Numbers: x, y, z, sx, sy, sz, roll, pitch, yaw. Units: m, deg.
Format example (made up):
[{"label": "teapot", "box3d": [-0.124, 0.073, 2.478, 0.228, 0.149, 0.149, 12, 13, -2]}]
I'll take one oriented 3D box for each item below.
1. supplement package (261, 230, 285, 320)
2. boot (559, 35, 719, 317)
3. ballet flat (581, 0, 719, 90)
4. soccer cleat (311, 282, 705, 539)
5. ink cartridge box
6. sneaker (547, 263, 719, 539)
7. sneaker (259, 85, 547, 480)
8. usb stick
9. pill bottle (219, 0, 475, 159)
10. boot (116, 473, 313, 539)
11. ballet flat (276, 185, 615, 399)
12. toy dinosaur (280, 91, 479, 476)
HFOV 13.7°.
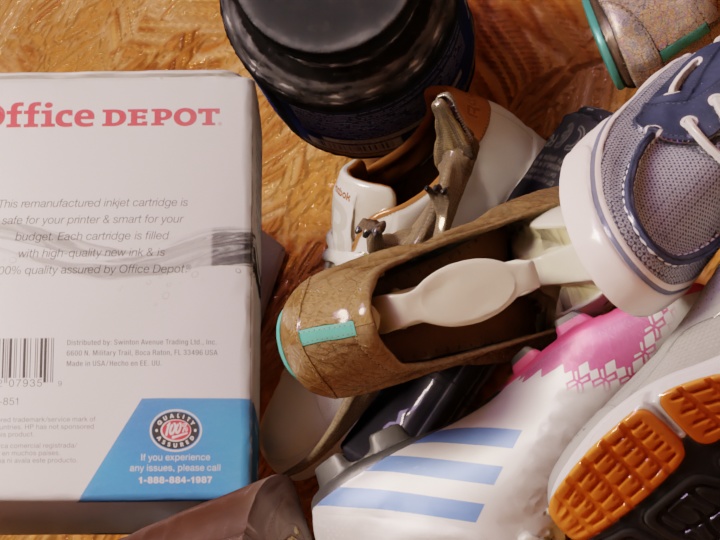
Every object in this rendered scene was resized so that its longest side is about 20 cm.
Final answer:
[{"label": "supplement package", "box3d": [-0.159, 0.024, 1.549, 0.200, 0.121, 0.120, -15, 47, 45]}, {"label": "boot", "box3d": [0.146, -0.057, 1.212, 0.090, 0.073, 0.200, -34, 12, 29]}, {"label": "ballet flat", "box3d": [0.126, -0.153, 1.413, 0.067, 0.068, 0.200, -26, 41, 6]}, {"label": "soccer cleat", "box3d": [0.074, 0.082, 1.241, 0.200, 0.070, 0.087, -32, 69, 15]}, {"label": "ink cartridge box", "box3d": [-0.118, 0.016, 1.380, 0.084, 0.145, 0.201, 83, -173, -74]}, {"label": "sneaker", "box3d": [0.153, 0.032, 1.177, 0.200, 0.076, 0.092, -39, 24, 9]}, {"label": "sneaker", "box3d": [0.000, 0.000, 1.395, 0.200, 0.085, 0.073, -55, 32, 0]}, {"label": "usb stick", "box3d": [0.058, 0.014, 1.352, 0.200, 0.033, 0.055, -56, 21, -5]}, {"label": "pill bottle", "box3d": [-0.006, -0.122, 1.407, 0.112, 0.112, 0.200, -55, -9, -3]}, {"label": "boot", "box3d": [-0.115, 0.172, 1.251, 0.199, 0.064, 0.187, -14, 39, 26]}, {"label": "ballet flat", "box3d": [0.058, 0.005, 1.237, 0.072, 0.200, 0.068, -16, 88, 54]}, {"label": "toy dinosaur", "box3d": [0.012, 0.024, 1.314, 0.200, 0.058, 0.101, -66, -13, 14]}]
